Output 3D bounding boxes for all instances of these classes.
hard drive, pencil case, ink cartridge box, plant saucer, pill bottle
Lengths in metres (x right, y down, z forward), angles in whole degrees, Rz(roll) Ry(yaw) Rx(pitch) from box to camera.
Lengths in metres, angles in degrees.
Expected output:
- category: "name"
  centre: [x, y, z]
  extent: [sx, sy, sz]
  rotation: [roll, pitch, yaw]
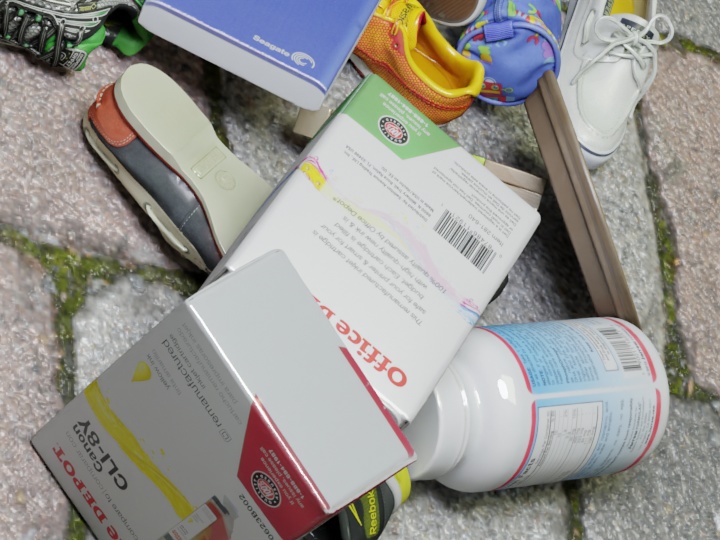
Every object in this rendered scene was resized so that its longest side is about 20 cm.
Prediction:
- category: "hard drive"
  centre: [-0.054, -0.195, 1.778]
  extent: [0.132, 0.025, 0.200]
  rotation: [27, 40, 0]
- category: "pencil case"
  centre: [0.112, -0.215, 1.948]
  extent: [0.200, 0.078, 0.087]
  rotation: [-85, 156, -44]
- category: "ink cartridge box"
  centre: [-0.083, 0.102, 1.523]
  extent: [0.083, 0.200, 0.145]
  rotation: [-31, 85, -42]
- category: "plant saucer"
  centre: [0.155, -0.042, 1.849]
  extent: [0.200, 0.029, 0.201]
  rotation: [-20, 90, -85]
- category: "pill bottle"
  centre: [0.100, 0.089, 1.741]
  extent: [0.199, 0.109, 0.109]
  rotation: [-3, 65, -39]
- category: "ink cartridge box"
  centre: [0.000, 0.000, 1.620]
  extent: [0.145, 0.084, 0.200]
  rotation: [40, 50, -6]

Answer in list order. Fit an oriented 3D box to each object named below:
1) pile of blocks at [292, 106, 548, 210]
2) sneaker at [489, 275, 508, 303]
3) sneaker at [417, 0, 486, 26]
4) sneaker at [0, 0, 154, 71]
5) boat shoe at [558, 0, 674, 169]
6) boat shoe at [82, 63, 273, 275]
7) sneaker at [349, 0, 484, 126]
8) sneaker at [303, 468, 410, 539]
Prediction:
- category: "pile of blocks"
  centre: [0.038, -0.062, 1.833]
  extent: [0.199, 0.082, 0.062]
  rotation: [17, 93, -20]
- category: "sneaker"
  centre: [0.026, -0.016, 1.762]
  extent: [0.199, 0.091, 0.076]
  rotation: [11, 55, -35]
- category: "sneaker"
  centre: [0.032, -0.256, 1.910]
  extent: [0.200, 0.073, 0.085]
  rotation: [47, 27, 17]
- category: "sneaker"
  centre: [-0.206, -0.171, 1.683]
  extent: [0.200, 0.078, 0.085]
  rotation: [-12, 72, -43]
- category: "boat shoe"
  centre: [0.198, -0.169, 1.998]
  extent: [0.074, 0.086, 0.202]
  rotation: [34, 47, -17]
- category: "boat shoe"
  centre: [-0.102, -0.040, 1.692]
  extent: [0.200, 0.063, 0.071]
  rotation: [51, 42, -1]
- category: "sneaker"
  centre: [0.004, -0.182, 1.860]
  extent: [0.200, 0.077, 0.073]
  rotation: [34, 49, -15]
- category: "sneaker"
  centre: [-0.054, 0.105, 1.631]
  extent: [0.200, 0.074, 0.085]
  rotation: [37, 47, -14]
